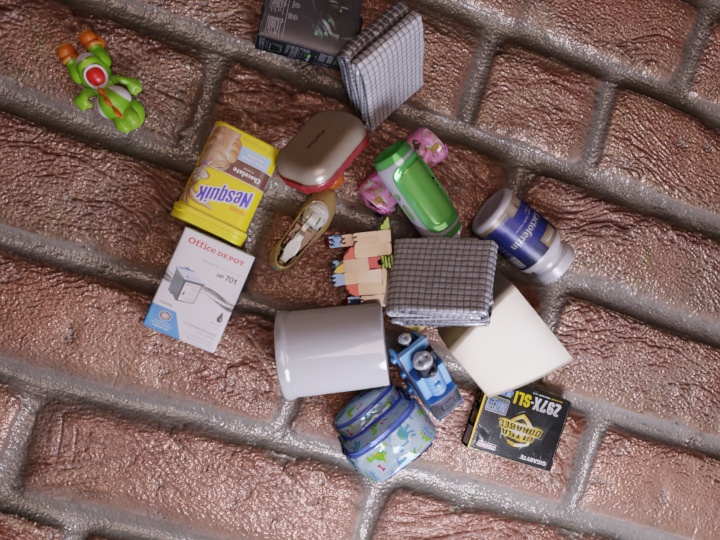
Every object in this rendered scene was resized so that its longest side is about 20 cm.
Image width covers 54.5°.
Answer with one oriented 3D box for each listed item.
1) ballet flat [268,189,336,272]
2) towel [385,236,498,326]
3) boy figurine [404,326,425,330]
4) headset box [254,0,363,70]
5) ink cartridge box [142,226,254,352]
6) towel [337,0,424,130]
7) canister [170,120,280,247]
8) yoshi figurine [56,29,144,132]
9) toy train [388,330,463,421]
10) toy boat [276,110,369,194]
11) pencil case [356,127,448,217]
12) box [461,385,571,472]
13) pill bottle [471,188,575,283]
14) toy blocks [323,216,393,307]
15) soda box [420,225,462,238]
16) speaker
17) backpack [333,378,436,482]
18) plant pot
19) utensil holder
[{"bbox_3d":[-0.108,-0.079,1.385,0.068,0.063,0.200,35,85,-11],"label":"ballet flat"},{"bbox_3d":[0.155,0.022,1.304,0.199,0.086,0.166,0,60,19],"label":"towel"},{"bbox_3d":[0.162,0.050,1.370,0.200,0.064,0.124,-42,65,-6],"label":"boy figurine"},{"bbox_3d":[-0.090,-0.503,1.359,0.199,0.093,0.175,11,89,-12],"label":"headset box"},{"bbox_3d":[-0.308,0.035,1.339,0.146,0.086,0.201,23,89,-11],"label":"ink cartridge box"},{"bbox_3d":[0.043,-0.392,1.338,0.166,0.200,0.086,-44,70,-11],"label":"towel"},{"bbox_3d":[-0.255,-0.166,1.343,0.148,0.087,0.201,25,86,-11],"label":"canister"},{"bbox_3d":[-0.471,-0.337,1.305,0.112,0.112,0.200,-27,81,-49],"label":"yoshi figurine"},{"bbox_3d":[0.130,0.205,1.386,0.087,0.114,0.200,-37,133,-11],"label":"toy train"},{"bbox_3d":[-0.065,-0.214,1.368,0.130,0.131,0.200,24,63,28],"label":"toy boat"},{"bbox_3d":[0.086,-0.199,1.410,0.200,0.083,0.087,-46,108,-7],"label":"pencil case"},{"bbox_3d":[0.334,0.324,1.494,0.199,0.049,0.161,19,86,-11],"label":"box"},{"bbox_3d":[0.339,-0.068,1.448,0.200,0.116,0.116,37,85,-11],"label":"pill bottle"},{"bbox_3d":[0.000,0.000,1.404,0.136,0.100,0.201,-7,92,1],"label":"toy blocks"},{"bbox_3d":[0.150,-0.003,1.439,0.068,0.064,0.201,12,90,-11],"label":"soda box"},{"bbox_3d":[0.110,-0.147,1.339,0.088,0.088,0.200,-40,109,-7],"label":"speaker"},{"bbox_3d":[0.040,0.308,1.358,0.183,0.200,0.147,-39,98,-7],"label":"backpack"},{"bbox_3d":[0.271,0.132,1.408,0.177,0.200,0.200,-40,102,6],"label":"plant pot"},{"bbox_3d":[-0.050,0.151,1.329,0.199,0.170,0.171,-6,93,3],"label":"utensil holder"}]
